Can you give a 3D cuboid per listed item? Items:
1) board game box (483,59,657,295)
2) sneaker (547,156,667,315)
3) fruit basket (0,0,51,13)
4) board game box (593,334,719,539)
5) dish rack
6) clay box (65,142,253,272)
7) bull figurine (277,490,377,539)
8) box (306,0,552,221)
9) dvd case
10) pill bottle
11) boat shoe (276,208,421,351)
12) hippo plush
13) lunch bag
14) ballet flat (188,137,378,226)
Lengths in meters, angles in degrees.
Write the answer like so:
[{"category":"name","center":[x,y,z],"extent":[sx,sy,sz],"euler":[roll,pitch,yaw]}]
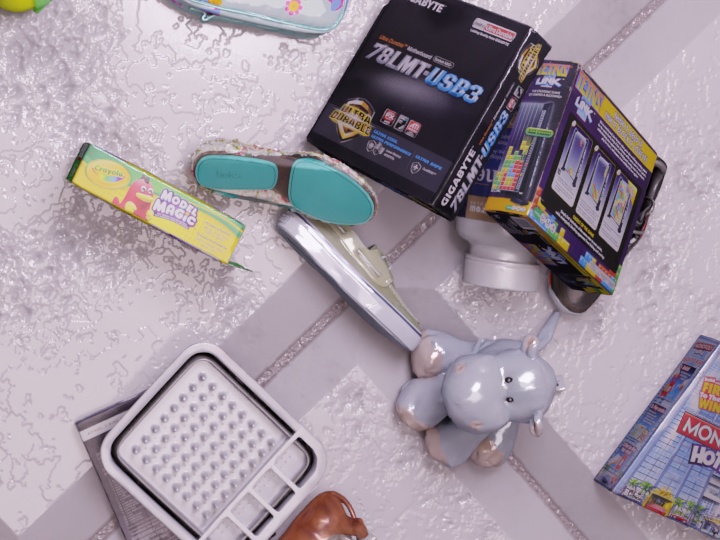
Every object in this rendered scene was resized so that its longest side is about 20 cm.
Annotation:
[{"category":"board game box","center":[0.215,-0.091,1.583],"extent":[0.200,0.056,0.167],"euler":[37,67,-49]},{"category":"sneaker","center":[0.267,-0.045,1.690],"extent":[0.076,0.082,0.202],"euler":[25,89,-15]},{"category":"fruit basket","center":[-0.373,-0.335,1.491],"extent":[0.212,0.156,0.219],"euler":[0,83,-1]},{"category":"board game box","center":[0.393,0.187,1.754],"extent":[0.198,0.062,0.202],"euler":[24,91,-14]},{"category":"dish rack","center":[-0.152,0.189,1.622],"extent":[0.200,0.044,0.172],"euler":[44,86,-14]},{"category":"clay box","center":[-0.193,-0.062,1.566],"extent":[0.198,0.115,0.048],"euler":[27,89,-15]},{"category":"bull figurine","center":[-0.067,0.324,1.641],"extent":[0.201,0.121,0.065],"euler":[-52,146,-10]},{"category":"box","center":[0.066,-0.176,1.578],"extent":[0.050,0.199,0.200],"euler":[30,91,-48]},{"category":"dvd case","center":[-0.192,0.219,1.646],"extent":[0.147,0.016,0.202],"euler":[-24,101,-9]},{"category":"pill bottle","center":[0.158,-0.084,1.646],"extent":[0.109,0.111,0.203],"euler":[6,94,-13]},{"category":"boat shoe","center":[0.000,0.000,1.640],"extent":[0.200,0.072,0.062],"euler":[45,81,-11]},{"category":"hippo plush","center":[0.145,0.140,1.641],"extent":[0.197,0.161,0.162],"euler":[-6,97,-12]},{"category":"lunch bag","center":[-0.104,-0.320,1.580],"extent":[0.197,0.077,0.163],"euler":[11,94,-14]},{"category":"ballet flat","center":[-0.075,-0.099,1.599],"extent":[0.197,0.064,0.076],"euler":[15,116,-3]}]
